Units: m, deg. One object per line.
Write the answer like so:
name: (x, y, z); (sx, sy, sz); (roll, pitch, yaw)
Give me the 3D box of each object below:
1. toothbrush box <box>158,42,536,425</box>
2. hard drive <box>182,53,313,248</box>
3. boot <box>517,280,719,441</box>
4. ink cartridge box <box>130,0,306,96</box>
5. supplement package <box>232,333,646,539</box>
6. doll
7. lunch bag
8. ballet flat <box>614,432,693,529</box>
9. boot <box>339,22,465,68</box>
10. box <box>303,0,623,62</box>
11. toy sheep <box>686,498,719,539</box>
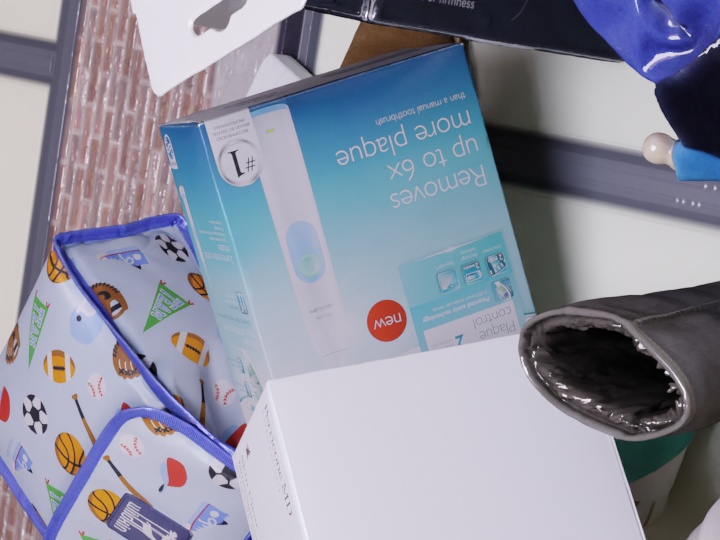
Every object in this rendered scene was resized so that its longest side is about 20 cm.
toothbrush box: (0.000, 0.000, 1.119); (0.085, 0.146, 0.201); (-167, 61, -71)
hard drive: (-0.017, -0.018, 1.266); (0.200, 0.027, 0.132); (44, 117, 36)
boot: (0.195, 0.034, 0.941); (0.181, 0.200, 0.073); (7, 96, 44)
ink cartridge box: (-0.055, -0.188, 1.006); (0.116, 0.068, 0.201); (-25, 70, 43)
supplement package: (0.044, 0.146, 1.000); (0.111, 0.155, 0.201); (117, 140, -63)
doll: (0.171, -0.102, 1.025); (0.200, 0.048, 0.136); (49, 131, 2)
lunch bag: (-0.128, 0.097, 1.300); (0.200, 0.124, 0.170); (53, 133, 22)
ballet flat: (0.116, 0.107, 1.119); (0.200, 0.067, 0.071); (-30, 92, 39)
boot: (0.001, -0.083, 1.196); (0.073, 0.075, 0.201); (10, 77, 36)
box: (0.048, -0.217, 1.093); (0.124, 0.200, 0.197); (19, 101, 43)
toy sheep: (0.199, 0.156, 0.985); (0.200, 0.138, 0.138); (-42, 61, 40)
